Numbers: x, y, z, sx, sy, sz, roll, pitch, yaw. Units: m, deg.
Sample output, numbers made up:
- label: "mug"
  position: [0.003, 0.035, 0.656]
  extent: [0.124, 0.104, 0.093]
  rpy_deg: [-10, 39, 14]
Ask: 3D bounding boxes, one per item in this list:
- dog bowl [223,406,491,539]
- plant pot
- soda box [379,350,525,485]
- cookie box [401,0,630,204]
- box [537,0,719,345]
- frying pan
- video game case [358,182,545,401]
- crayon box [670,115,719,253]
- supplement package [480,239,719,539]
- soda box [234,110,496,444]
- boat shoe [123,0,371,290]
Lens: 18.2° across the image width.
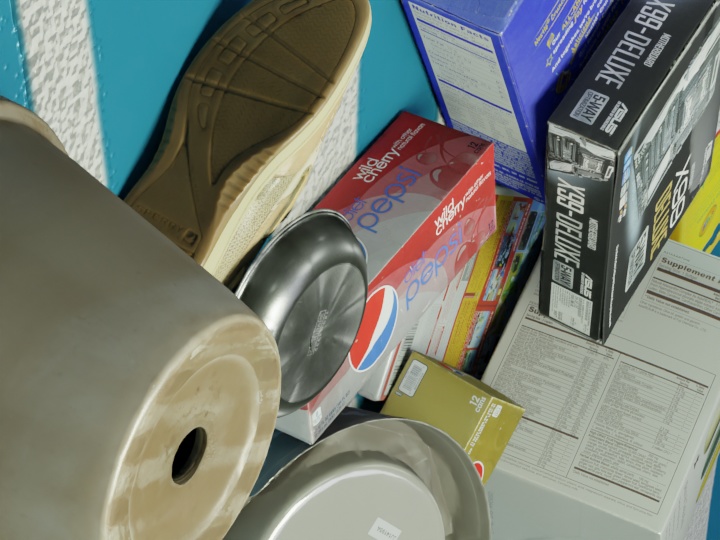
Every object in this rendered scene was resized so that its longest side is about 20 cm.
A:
- label: "dog bowl"
  position: [-0.020, 0.168, 1.276]
  extent: [0.199, 0.059, 0.202]
  rpy_deg: [-16, 117, -33]
- label: "plant pot"
  position: [-0.133, 0.042, 0.890]
  extent: [0.200, 0.173, 0.201]
  rpy_deg: [-46, 148, -39]
- label: "soda box"
  position: [0.022, 0.155, 1.395]
  extent: [0.201, 0.064, 0.068]
  rpy_deg: [-62, 156, 2]
- label: "cookie box"
  position: [0.110, -0.163, 1.322]
  extent: [0.172, 0.075, 0.200]
  rpy_deg: [-58, 155, -18]
- label: "box"
  position: [0.167, -0.074, 1.368]
  extent: [0.158, 0.050, 0.201]
  rpy_deg: [-54, 159, -28]
- label: "frying pan"
  position: [-0.045, 0.016, 1.083]
  extent: [0.116, 0.031, 0.190]
  rpy_deg: [-63, 154, -3]
- label: "video game case"
  position: [0.068, 0.012, 1.450]
  extent: [0.200, 0.017, 0.144]
  rpy_deg: [2, 108, -64]
- label: "crayon box"
  position: [0.249, -0.093, 1.690]
  extent: [0.127, 0.051, 0.201]
  rpy_deg: [-49, 149, -34]
- label: "supplement package"
  position: [0.167, 0.094, 1.515]
  extent: [0.152, 0.150, 0.201]
  rpy_deg: [82, 31, -60]
- label: "soda box"
  position: [0.000, 0.000, 1.249]
  extent: [0.200, 0.063, 0.070]
  rpy_deg: [-48, 147, -37]
- label: "boat shoe"
  position: [-0.060, -0.053, 1.089]
  extent: [0.201, 0.071, 0.065]
  rpy_deg: [-55, 158, -5]
